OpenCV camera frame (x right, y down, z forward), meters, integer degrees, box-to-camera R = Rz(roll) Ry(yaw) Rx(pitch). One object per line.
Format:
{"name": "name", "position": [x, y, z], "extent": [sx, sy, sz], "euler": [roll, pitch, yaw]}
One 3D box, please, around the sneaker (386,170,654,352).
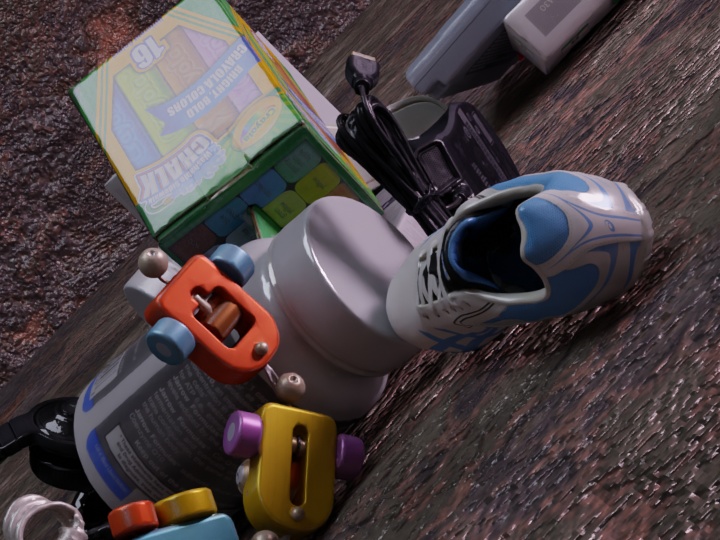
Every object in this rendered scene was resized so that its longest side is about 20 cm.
{"name": "sneaker", "position": [0.056, -0.005, 0.835], "extent": [0.200, 0.072, 0.072], "euler": [156, 119, -62]}

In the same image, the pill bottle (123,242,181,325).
{"name": "pill bottle", "position": [-0.091, -0.026, 1.468], "extent": [0.200, 0.114, 0.114], "euler": [-49, 10, -18]}

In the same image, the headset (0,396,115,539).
{"name": "headset", "position": [-0.158, 0.135, 1.135], "extent": [0.200, 0.124, 0.094], "euler": [-30, 32, -10]}

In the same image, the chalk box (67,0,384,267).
{"name": "chalk box", "position": [-0.078, -0.064, 1.178], "extent": [0.124, 0.124, 0.200], "euler": [-38, 55, 4]}

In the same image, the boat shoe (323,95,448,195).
{"name": "boat shoe", "position": [-0.011, -0.077, 1.331], "extent": [0.200, 0.075, 0.062], "euler": [-27, -18, -41]}

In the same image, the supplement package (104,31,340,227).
{"name": "supplement package", "position": [-0.148, -0.128, 2.021], "extent": [0.200, 0.152, 0.151], "euler": [-38, 12, 41]}

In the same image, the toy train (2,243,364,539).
{"name": "toy train", "position": [-0.086, 0.090, 0.873], "extent": [0.056, 0.150, 0.200], "euler": [-41, 13, 54]}

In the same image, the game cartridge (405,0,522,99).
{"name": "game cartridge", "position": [0.111, -0.193, 1.359], "extent": [0.133, 0.040, 0.200], "euler": [-44, -6, 21]}

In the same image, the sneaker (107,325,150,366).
{"name": "sneaker", "position": [-0.142, 0.089, 1.262], "extent": [0.200, 0.082, 0.075], "euler": [-55, 2, 40]}

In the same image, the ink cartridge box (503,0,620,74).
{"name": "ink cartridge box", "position": [0.180, -0.210, 1.332], "extent": [0.161, 0.050, 0.200], "euler": [-46, -8, 4]}

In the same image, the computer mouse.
{"name": "computer mouse", "position": [0.031, -0.064, 1.007], "extent": [0.046, 0.140, 0.200], "euler": [-32, 14, 20]}

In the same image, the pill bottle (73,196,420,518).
{"name": "pill bottle", "position": [-0.057, 0.054, 0.992], "extent": [0.200, 0.114, 0.114], "euler": [-40, 11, 31]}

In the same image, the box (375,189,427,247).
{"name": "box", "position": [0.000, 0.000, 1.212], "extent": [0.144, 0.036, 0.200], "euler": [-41, 10, 29]}
